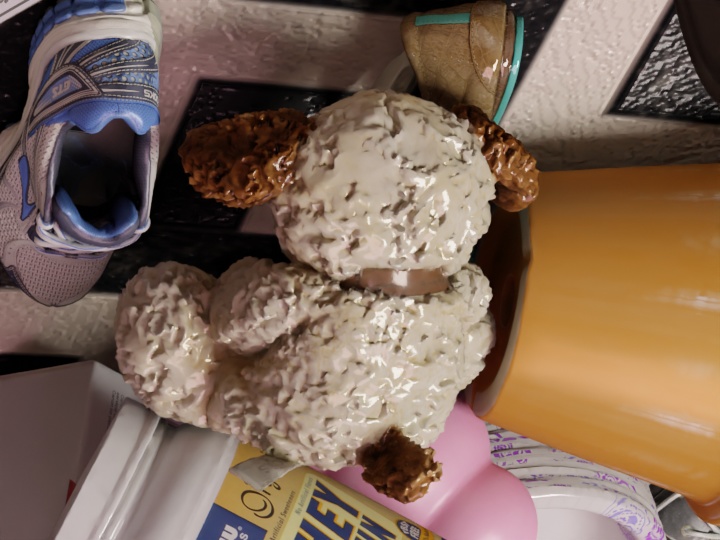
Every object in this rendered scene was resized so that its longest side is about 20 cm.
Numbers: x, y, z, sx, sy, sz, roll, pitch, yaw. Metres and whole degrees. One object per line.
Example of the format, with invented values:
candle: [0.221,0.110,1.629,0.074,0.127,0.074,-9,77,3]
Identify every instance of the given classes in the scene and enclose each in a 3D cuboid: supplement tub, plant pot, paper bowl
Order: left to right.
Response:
supplement tub: [-0.055,0.161,1.392,0.199,0.145,0.145,28,134,-4]
paper bowl: [0.070,0.146,1.658,0.199,0.105,0.201,-9,143,-7]
plant pot: [0.154,0.026,1.468,0.182,0.201,0.201,9,139,-10]

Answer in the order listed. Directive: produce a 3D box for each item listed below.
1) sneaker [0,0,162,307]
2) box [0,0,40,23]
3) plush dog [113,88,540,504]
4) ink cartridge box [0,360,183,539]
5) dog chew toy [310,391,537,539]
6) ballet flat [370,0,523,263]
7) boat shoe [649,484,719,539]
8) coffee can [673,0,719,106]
sneaker: [-0.137,-0.038,1.365,0.077,0.086,0.201,-2,142,-16]
box: [-0.178,-0.160,1.215,0.199,0.060,0.117,-28,141,17]
plush dog: [0.000,0.000,1.332,0.199,0.160,0.173,-2,110,-24]
ink cartridge box: [-0.118,0.153,1.550,0.083,0.145,0.200,-9,153,36]
dog chew toy: [0.010,0.096,1.495,0.125,0.200,0.125,-47,168,-13]
ballet flat: [0.032,-0.058,1.419,0.072,0.068,0.201,8,142,-1]
boat shoe: [0.200,0.146,1.728,0.072,0.071,0.200,24,128,-40]
coffee can: [0.249,-0.159,1.285,0.199,0.147,0.147,-9,143,-8]
